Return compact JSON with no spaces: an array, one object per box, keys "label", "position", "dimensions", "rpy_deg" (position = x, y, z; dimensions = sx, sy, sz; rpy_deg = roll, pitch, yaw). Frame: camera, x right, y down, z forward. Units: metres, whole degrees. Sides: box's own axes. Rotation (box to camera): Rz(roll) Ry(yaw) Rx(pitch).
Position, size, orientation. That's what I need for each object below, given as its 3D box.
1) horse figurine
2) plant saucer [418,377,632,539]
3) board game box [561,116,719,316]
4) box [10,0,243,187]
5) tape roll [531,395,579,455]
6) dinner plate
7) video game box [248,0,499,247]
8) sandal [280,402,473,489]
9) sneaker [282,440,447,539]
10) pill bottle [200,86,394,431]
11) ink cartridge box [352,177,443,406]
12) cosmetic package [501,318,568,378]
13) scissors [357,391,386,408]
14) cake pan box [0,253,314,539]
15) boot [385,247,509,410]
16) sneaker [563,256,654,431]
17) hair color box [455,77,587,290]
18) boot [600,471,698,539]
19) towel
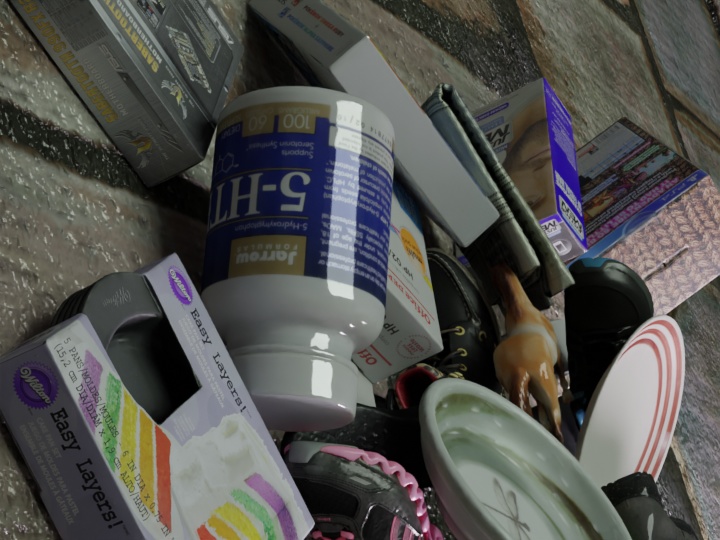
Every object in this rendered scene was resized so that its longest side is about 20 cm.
[{"label":"horse figurine","position":[0.133,0.083,1.398],"dimensions":[0.200,0.050,0.133],"rpy_deg":[-71,144,-64]},{"label":"plant saucer","position":[0.104,0.162,1.213],"dimensions":[0.200,0.050,0.200],"rpy_deg":[38,20,-16]},{"label":"board game box","position":[0.254,-0.042,1.751],"dimensions":[0.097,0.159,0.200],"rpy_deg":[54,0,-26]},{"label":"box","position":[-0.160,-0.178,1.181],"dimensions":[0.200,0.048,0.159],"rpy_deg":[55,25,-26]},{"label":"tape roll","position":[0.194,0.211,1.574],"dimensions":[0.200,0.066,0.201],"rpy_deg":[48,28,-36]},{"label":"dinner plate","position":[0.214,0.131,1.467],"dimensions":[0.200,0.024,0.201],"rpy_deg":[-38,137,-47]},{"label":"video game box","position":[0.010,-0.128,1.419],"dimensions":[0.200,0.047,0.182],"rpy_deg":[51,-5,-33]},{"label":"sandal","position":[0.010,0.123,1.244],"dimensions":[0.200,0.048,0.076],"rpy_deg":[2,100,-47]},{"label":"sneaker","position":[0.004,0.187,1.158],"dimensions":[0.200,0.079,0.096],"rpy_deg":[53,52,-38]},{"label":"pill bottle","position":[-0.041,-0.005,1.152],"dimensions":[0.120,0.119,0.201],"rpy_deg":[32,55,-54]},{"label":"ink cartridge box","position":[0.000,0.000,1.324],"dimensions":[0.115,0.068,0.201],"rpy_deg":[46,25,-40]},{"label":"cosmetic package","position":[0.153,0.078,1.595],"dimensions":[0.051,0.082,0.200],"rpy_deg":[67,21,8]},{"label":"scissors","position":[-0.005,0.097,1.308],"dimensions":[0.200,0.014,0.073],"rpy_deg":[42,24,-50]},{"label":"cake pan box","position":[-0.114,0.100,1.006],"dimensions":[0.201,0.052,0.184],"rpy_deg":[64,20,-6]},{"label":"boot","position":[0.064,0.079,1.395],"dimensions":[0.151,0.073,0.201],"rpy_deg":[-3,77,-72]},{"label":"sneaker","position":[0.208,0.077,1.503],"dimensions":[0.082,0.073,0.201],"rpy_deg":[-70,154,-45]},{"label":"hair color box","position":[0.147,-0.082,1.705],"dimensions":[0.065,0.109,0.201],"rpy_deg":[48,28,-37]},{"label":"boot","position":[0.244,0.257,1.428],"dimensions":[0.200,0.070,0.132],"rpy_deg":[46,21,-51]},{"label":"towel","position":[0.098,-0.048,1.521],"dimensions":[0.200,0.034,0.193],"rpy_deg":[58,-14,3]}]
